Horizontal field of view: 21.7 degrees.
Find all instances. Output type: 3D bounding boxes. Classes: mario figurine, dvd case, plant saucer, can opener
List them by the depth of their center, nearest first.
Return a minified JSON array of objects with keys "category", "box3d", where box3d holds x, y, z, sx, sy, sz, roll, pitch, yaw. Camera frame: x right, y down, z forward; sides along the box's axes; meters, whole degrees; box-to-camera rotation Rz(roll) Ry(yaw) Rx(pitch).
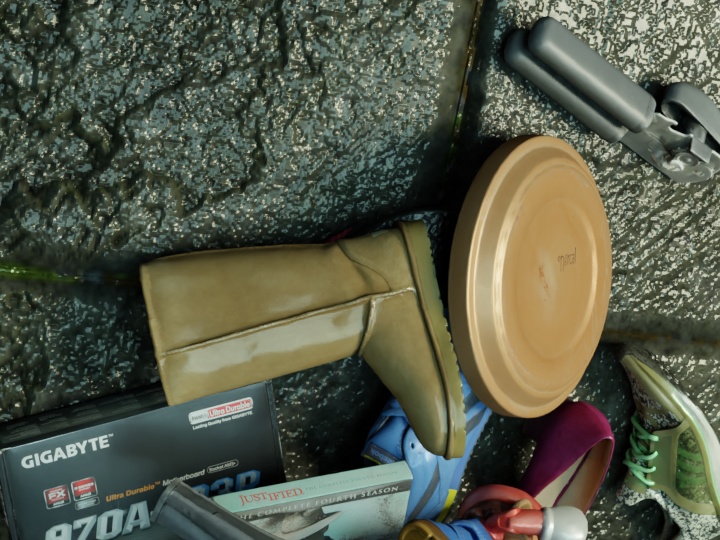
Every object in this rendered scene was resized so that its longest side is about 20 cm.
[{"category":"mario figurine","box3d":[0.086,0.214,1.326,0.199,0.123,0.107,-1,96,-57]},{"category":"dvd case","box3d":[-0.044,0.220,1.337,0.145,0.022,0.201,-8,133,-20]},{"category":"plant saucer","box3d":[0.128,0.005,1.337,0.200,0.032,0.202,-10,103,-54]},{"category":"can opener","box3d":[0.193,-0.131,1.379,0.199,0.053,0.067,34,59,-26]}]

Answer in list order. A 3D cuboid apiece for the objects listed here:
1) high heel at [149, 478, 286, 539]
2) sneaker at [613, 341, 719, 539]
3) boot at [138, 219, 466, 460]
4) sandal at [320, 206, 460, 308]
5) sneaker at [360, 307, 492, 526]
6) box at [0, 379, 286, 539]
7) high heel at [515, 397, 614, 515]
[{"category":"high heel","box3d":[-0.094,0.248,1.258,0.142,0.071,0.201,29,125,12]},{"category":"sneaker","box3d":[0.234,0.147,1.461,0.088,0.077,0.201,-32,113,-1]},{"category":"boot","box3d":[-0.038,0.061,1.284,0.198,0.066,0.177,-12,79,-6]},{"category":"sandal","box3d":[0.000,0.000,1.342,0.198,0.045,0.076,-14,104,-2]},{"category":"sneaker","box3d":[0.047,0.105,1.360,0.078,0.066,0.202,3,109,-54]},{"category":"box","box3d":[-0.150,0.165,1.323,0.198,0.046,0.160,-13,111,-18]},{"category":"high heel","box3d":[0.144,0.194,1.421,0.067,0.096,0.202,-1,106,-21]}]
